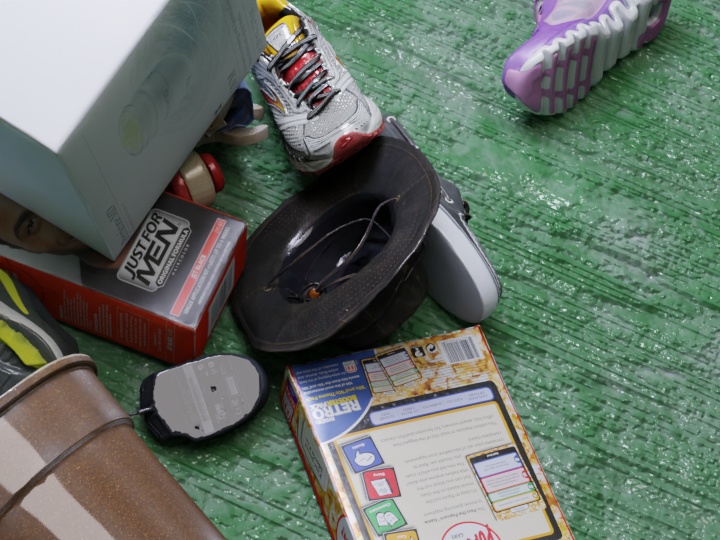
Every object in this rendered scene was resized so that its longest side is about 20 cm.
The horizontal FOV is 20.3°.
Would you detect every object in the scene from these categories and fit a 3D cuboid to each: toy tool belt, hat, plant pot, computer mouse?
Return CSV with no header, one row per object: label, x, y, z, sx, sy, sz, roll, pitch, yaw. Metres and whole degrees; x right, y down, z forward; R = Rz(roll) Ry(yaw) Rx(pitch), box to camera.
toy tool belt,-0.126,-0.141,1.514,0.122,0.125,0.200,-25,63,-16
hat,0.000,0.000,1.449,0.081,0.200,0.201,45,47,-29
plant pot,-0.169,0.192,1.231,0.198,0.200,0.200,43,58,10
computer mouse,-0.158,0.104,1.391,0.199,0.034,0.059,-14,76,-14

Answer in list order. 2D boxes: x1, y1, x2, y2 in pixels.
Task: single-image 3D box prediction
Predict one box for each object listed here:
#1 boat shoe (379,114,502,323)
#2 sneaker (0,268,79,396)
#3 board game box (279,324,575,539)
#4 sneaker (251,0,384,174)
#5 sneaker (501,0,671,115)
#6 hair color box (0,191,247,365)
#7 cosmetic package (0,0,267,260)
boat shoe,0.051,-0.047,1.514,0.056,0.069,0.200,-25,60,-26
sneaker,-0.275,0.022,1.386,0.200,0.085,0.075,45,99,6
board game box,0.047,0.144,1.387,0.151,0.046,0.201,-11,57,-18
sneaker,-0.047,-0.142,1.514,0.078,0.082,0.200,-34,38,-1
sneaker,0.171,-0.200,1.647,0.088,0.081,0.200,35,50,22
hair color box,-0.191,-0.015,1.439,0.199,0.061,0.102,19,57,7
cosmetic package,-0.172,-0.144,1.342,0.123,0.199,0.200,32,76,14
